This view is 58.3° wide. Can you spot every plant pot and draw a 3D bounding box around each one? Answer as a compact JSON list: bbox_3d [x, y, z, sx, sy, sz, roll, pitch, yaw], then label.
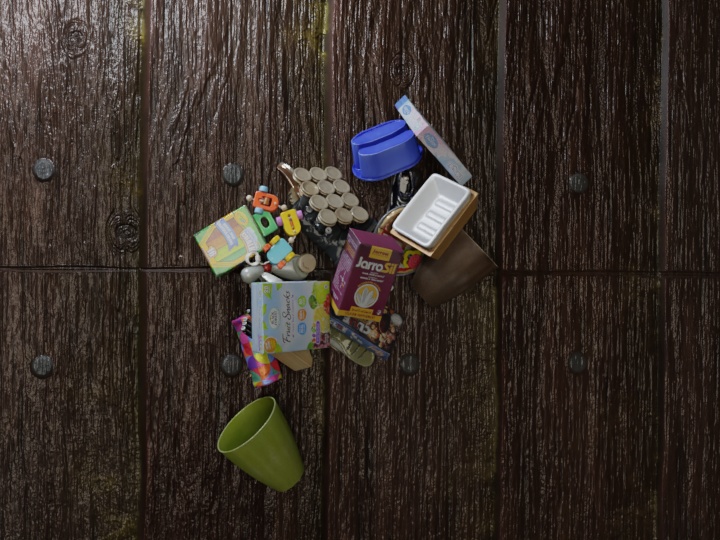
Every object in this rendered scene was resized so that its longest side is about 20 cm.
[{"bbox_3d":[0.233,-0.005,1.726,0.187,0.187,0.200,44,99,-4],"label":"plant pot"},{"bbox_3d":[-0.239,0.469,1.678,0.186,0.187,0.202,-37,109,-5],"label":"plant pot"}]

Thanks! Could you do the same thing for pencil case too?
[{"bbox_3d":[-0.275,0.212,1.706,0.086,0.088,0.205,-17,92,-6],"label":"pencil case"}]

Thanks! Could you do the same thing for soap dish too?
[{"bbox_3d":[0.191,-0.135,1.640,0.201,0.156,0.081,-52,138,-6],"label":"soap dish"}]

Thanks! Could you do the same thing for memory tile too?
[{"bbox_3d":[-0.079,-0.193,1.664,0.151,0.017,0.202,-9,56,-37],"label":"memory tile"}]

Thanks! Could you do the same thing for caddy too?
[{"bbox_3d":[0.068,-0.310,1.713,0.196,0.142,0.106,-22,130,-5],"label":"caddy"}]

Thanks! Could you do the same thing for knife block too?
[{"bbox_3d":[-0.221,0.182,1.667,0.063,0.175,0.204,-16,93,33],"label":"knife block"}]

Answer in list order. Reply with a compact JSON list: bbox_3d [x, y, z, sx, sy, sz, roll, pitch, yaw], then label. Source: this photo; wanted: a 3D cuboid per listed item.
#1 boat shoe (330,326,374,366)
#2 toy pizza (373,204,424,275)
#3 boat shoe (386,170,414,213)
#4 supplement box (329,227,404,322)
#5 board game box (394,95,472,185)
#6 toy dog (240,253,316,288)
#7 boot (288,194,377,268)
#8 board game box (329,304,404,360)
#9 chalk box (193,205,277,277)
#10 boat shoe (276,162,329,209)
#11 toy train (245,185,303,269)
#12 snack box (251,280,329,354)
[{"bbox_3d":[-0.046,0.183,1.738,0.199,0.068,0.075,41,73,-4],"label":"boat shoe"},{"bbox_3d":[0.122,-0.076,1.730,0.196,0.032,0.205,-9,116,-19],"label":"toy pizza"},{"bbox_3d":[0.110,-0.174,1.740,0.073,0.093,0.205,-1,90,-6],"label":"boat shoe"},{"bbox_3d":[0.012,0.013,1.637,0.128,0.103,0.204,10,111,-22],"label":"supplement box"},{"bbox_3d":[0.186,-0.335,1.661,0.043,0.200,0.199,-40,125,13],"label":"board game box"},{"bbox_3d":[-0.208,0.018,1.689,0.195,0.132,0.099,-12,96,-5],"label":"toy dog"},{"bbox_3d":[-0.074,-0.135,1.685,0.200,0.066,0.165,45,78,-1],"label":"boot"},{"bbox_3d":[0.011,0.131,1.723,0.198,0.035,0.137,32,48,-6],"label":"board game box"},{"bbox_3d":[-0.313,-0.086,1.679,0.198,0.124,0.126,-32,94,-5],"label":"chalk box"},{"bbox_3d":[-0.161,-0.200,1.722,0.072,0.076,0.201,-41,93,-2],"label":"boat shoe"},{"bbox_3d":[-0.223,-0.102,1.624,0.146,0.056,0.205,9,79,-8],"label":"toy train"},{"bbox_3d":[-0.172,0.113,1.608,0.196,0.067,0.173,-2,91,-36],"label":"snack box"}]
